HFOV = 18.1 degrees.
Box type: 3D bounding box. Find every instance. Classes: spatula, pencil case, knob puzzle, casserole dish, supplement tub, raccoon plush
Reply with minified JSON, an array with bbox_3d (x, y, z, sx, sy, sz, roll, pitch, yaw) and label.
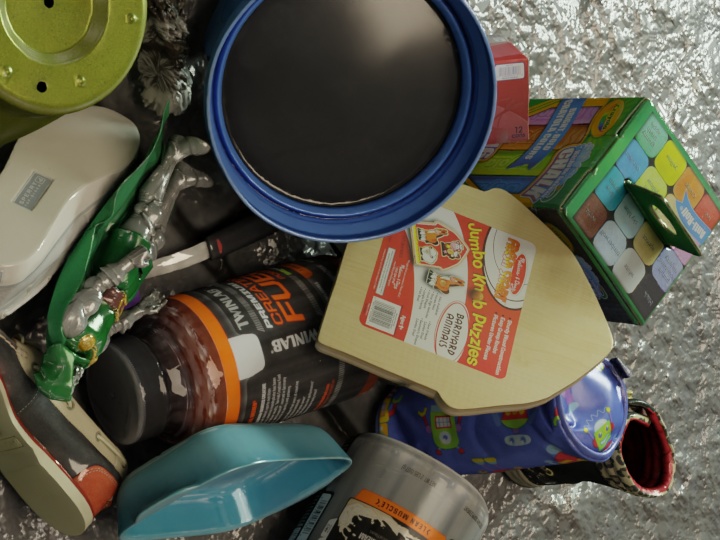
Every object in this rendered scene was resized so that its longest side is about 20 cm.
[{"bbox_3d":[-0.122,-0.009,1.567,0.200,0.021,0.057,-24,108,-36],"label":"spatula"},{"bbox_3d":[0.101,0.104,1.640,0.078,0.200,0.087,-18,94,-45],"label":"pencil case"},{"bbox_3d":[0.079,0.025,1.570,0.219,0.030,0.220,11,52,-14],"label":"knob puzzle"},{"bbox_3d":[-0.089,0.140,1.531,0.200,0.121,0.039,5,56,-61],"label":"casserole dish"},{"bbox_3d":[-0.086,0.060,1.546,0.200,0.107,0.107,-17,103,-37],"label":"supplement tub"},{"bbox_3d":[-0.118,-0.222,1.536,0.134,0.097,0.200,-34,137,-43],"label":"raccoon plush"},{"bbox_3d":[-0.002,0.228,1.613,0.123,0.122,0.200,42,68,-32],"label":"supplement tub"}]

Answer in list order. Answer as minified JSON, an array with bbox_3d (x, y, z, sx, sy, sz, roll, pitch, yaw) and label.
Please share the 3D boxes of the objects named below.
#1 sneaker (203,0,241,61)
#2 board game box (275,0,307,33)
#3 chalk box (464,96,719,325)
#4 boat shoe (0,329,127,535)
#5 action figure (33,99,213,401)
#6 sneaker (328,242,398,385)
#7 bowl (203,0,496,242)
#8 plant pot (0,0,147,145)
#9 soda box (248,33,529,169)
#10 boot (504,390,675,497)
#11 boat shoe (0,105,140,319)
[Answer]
[{"bbox_3d":[-0.065,-0.232,1.575,0.078,0.066,0.200,42,66,-23],"label":"sneaker"},{"bbox_3d":[0.007,-0.236,1.574,0.200,0.023,0.105,-23,107,-42],"label":"board game box"},{"bbox_3d":[0.176,-0.046,1.685,0.124,0.200,0.125,-51,121,-24],"label":"chalk box"},{"bbox_3d":[-0.222,0.080,1.463,0.200,0.071,0.063,56,50,-21],"label":"boat shoe"},{"bbox_3d":[-0.157,0.001,1.465,0.118,0.055,0.200,86,28,-59],"label":"action figure"},{"bbox_3d":[0.000,0.000,1.639,0.071,0.099,0.200,-27,78,-35],"label":"sneaker"},{"bbox_3d":[-0.009,-0.119,1.516,0.200,0.039,0.201,-5,110,-13],"label":"bowl"},{"bbox_3d":[-0.231,-0.157,1.363,0.200,0.193,0.201,-3,95,-38],"label":"plant pot"},{"bbox_3d":[0.015,-0.120,1.582,0.199,0.070,0.064,-6,113,-12],"label":"soda box"},{"bbox_3d":[0.146,0.084,1.699,0.073,0.154,0.204,-40,117,-29],"label":"boot"},{"bbox_3d":[-0.203,-0.035,1.458,0.072,0.069,0.200,22,39,0],"label":"boat shoe"}]
